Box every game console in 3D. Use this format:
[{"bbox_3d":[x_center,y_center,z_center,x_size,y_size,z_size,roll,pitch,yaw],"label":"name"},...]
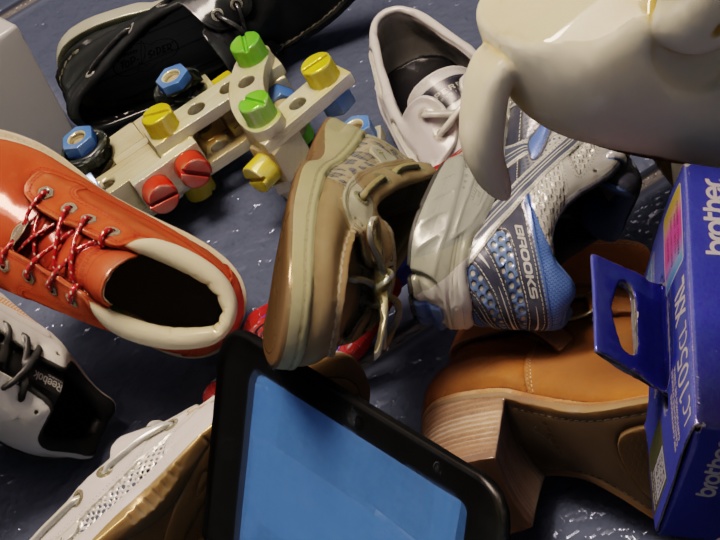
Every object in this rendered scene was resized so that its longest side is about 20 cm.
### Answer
[{"bbox_3d":[-0.043,0.146,1.064,0.176,0.117,0.200,-39,38,-18],"label":"game console"}]

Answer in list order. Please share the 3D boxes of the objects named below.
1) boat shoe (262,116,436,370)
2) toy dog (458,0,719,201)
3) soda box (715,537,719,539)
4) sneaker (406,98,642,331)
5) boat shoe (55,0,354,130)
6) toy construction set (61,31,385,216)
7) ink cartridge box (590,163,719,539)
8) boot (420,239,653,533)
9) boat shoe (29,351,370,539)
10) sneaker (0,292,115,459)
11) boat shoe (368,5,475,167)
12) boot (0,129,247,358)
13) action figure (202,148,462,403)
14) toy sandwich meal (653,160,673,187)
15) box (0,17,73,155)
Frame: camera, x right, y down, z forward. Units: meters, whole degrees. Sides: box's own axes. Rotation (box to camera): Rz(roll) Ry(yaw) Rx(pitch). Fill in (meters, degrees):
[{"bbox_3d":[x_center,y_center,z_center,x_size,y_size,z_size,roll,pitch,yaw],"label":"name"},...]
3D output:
[{"bbox_3d":[-0.001,-0.014,1.130,0.062,0.074,0.200,14,27,1],"label":"boat shoe"},{"bbox_3d":[0.152,-0.077,1.071,0.139,0.200,0.194,20,73,53],"label":"toy dog"},{"bbox_3d":[0.183,0.177,0.908,0.063,0.071,0.200,-22,44,6],"label":"soda box"},{"bbox_3d":[0.089,-0.049,1.165,0.085,0.077,0.201,13,59,15],"label":"sneaker"},{"bbox_3d":[-0.084,-0.131,1.468,0.199,0.075,0.066,-17,39,13],"label":"boat shoe"},{"bbox_3d":[-0.095,-0.054,1.375,0.199,0.092,0.131,-22,35,-14],"label":"toy construction set"},{"bbox_3d":[0.184,0.037,1.011,0.199,0.077,0.137,6,49,-4],"label":"ink cartridge box"},{"bbox_3d":[0.122,0.041,1.136,0.199,0.074,0.155,-6,34,18],"label":"boot"},{"bbox_3d":[-0.087,0.096,1.190,0.200,0.071,0.069,-37,37,-14],"label":"boat shoe"},{"bbox_3d":[-0.183,0.032,1.229,0.080,0.200,0.074,14,73,30],"label":"sneaker"},{"bbox_3d":[0.052,-0.073,1.320,0.072,0.066,0.200,-25,36,0],"label":"boat shoe"},{"bbox_3d":[-0.145,-0.015,1.250,0.107,0.199,0.075,-139,72,-84],"label":"boot"},{"bbox_3d":[0.000,0.000,1.246,0.200,0.052,0.065,-45,62,4],"label":"action figure"},{"bbox_3d":[0.202,-0.098,1.182,0.204,0.206,0.070,-2,0,30],"label":"toy sandwich meal"},{"bbox_3d":[-0.275,-0.096,1.520,0.124,0.098,0.200,-40,39,-18],"label":"box"}]
